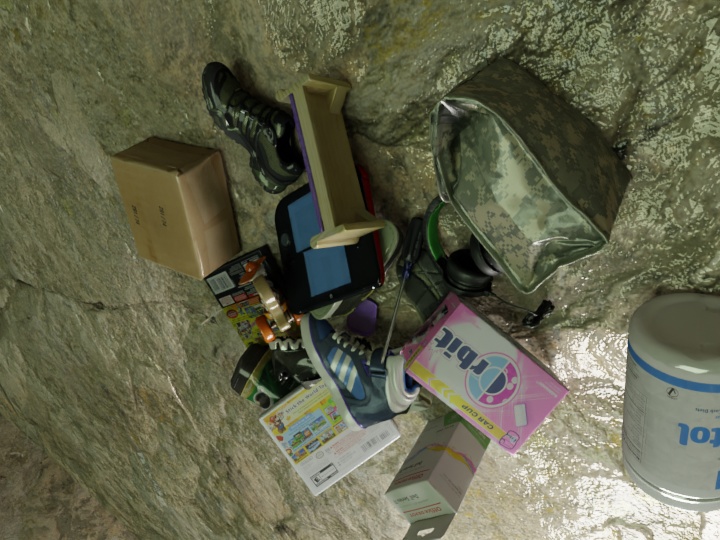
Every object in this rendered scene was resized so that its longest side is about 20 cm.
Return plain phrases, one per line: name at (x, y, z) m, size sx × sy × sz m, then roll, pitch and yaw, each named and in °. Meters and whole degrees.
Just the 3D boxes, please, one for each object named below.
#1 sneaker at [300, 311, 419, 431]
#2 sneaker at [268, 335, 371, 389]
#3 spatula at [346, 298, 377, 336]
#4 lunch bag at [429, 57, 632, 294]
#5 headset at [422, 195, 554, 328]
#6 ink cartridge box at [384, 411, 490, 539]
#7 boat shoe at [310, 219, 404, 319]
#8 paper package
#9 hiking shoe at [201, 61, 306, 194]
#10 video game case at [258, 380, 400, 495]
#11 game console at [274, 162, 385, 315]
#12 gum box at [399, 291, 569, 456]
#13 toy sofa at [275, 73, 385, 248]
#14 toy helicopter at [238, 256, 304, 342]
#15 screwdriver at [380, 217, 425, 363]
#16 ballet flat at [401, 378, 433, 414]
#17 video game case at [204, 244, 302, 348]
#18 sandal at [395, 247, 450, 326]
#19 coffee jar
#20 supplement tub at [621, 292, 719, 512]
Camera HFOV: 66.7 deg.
sneaker at (0.009, 0.127, 0.829) m, size 0.145 × 0.080 × 0.203 m, roll -31°, pitch 79°, yaw 18°
sneaker at (-0.070, 0.157, 0.937) m, size 0.195 × 0.066 × 0.093 m, roll -4°, pitch 82°, yaw 22°
spatula at (0.001, 0.015, 0.854) m, size 0.055 × 0.021 × 0.204 m, roll 19°, pitch 128°, yaw 28°
lunch bag at (0.158, -0.110, 0.547) m, size 0.201 × 0.164 × 0.117 m, roll 49°, pitch 134°, yaw -2°
headset at (0.163, -0.016, 0.692) m, size 0.202 × 0.093 × 0.124 m, roll 55°, pitch 141°, yaw 14°
ink cartridge box at (0.114, 0.314, 0.844) m, size 0.067 × 0.200 × 0.117 m, roll 47°, pitch 135°, yaw -2°
boat shoe at (0.000, 0.000, 0.796) m, size 0.201 × 0.060 × 0.073 m, roll -44°, pitch 59°, yaw 34°
paper package at (-0.319, -0.112, 0.952) m, size 0.187 × 0.103 × 0.204 m, roll 17°, pitch 129°, yaw 29°
hiking shoe at (-0.140, -0.214, 0.778) m, size 0.099 × 0.076 × 0.202 m, roll -20°, pitch 115°, yaw 34°
video game case at (-0.055, 0.281, 0.991) m, size 0.198 × 0.023 × 0.184 m, roll -35°, pitch 98°, yaw 4°
game console at (-0.052, -0.043, 0.787) m, size 0.197 × 0.031 × 0.182 m, roll -21°, pitch 73°, yaw 43°
gum box at (0.156, 0.129, 0.717) m, size 0.199 × 0.066 × 0.114 m, roll 38°, pitch 99°, yaw -8°
toy sofa at (-0.048, -0.133, 0.698) m, size 0.096 × 0.082 × 0.206 m, roll -17°, pitch 85°, yaw 41°
toy helicopter at (-0.149, 0.033, 0.868) m, size 0.135 × 0.078 × 0.200 m, roll 62°, pitch 170°, yaw 6°
screwdriver at (0.058, 0.028, 0.747) m, size 0.027 × 0.029 × 0.206 m, roll 17°, pitch 98°, yaw 41°
ballet flat at (0.093, 0.183, 0.870) m, size 0.067 × 0.069 × 0.202 m, roll 27°, pitch 133°, yaw 3°
video game case at (-0.195, 0.060, 1.030) m, size 0.197 × 0.025 × 0.184 m, roll -18°, pitch 107°, yaw 42°
sandal at (0.115, 0.060, 0.776) m, size 0.078 × 0.057 × 0.205 m, roll -23°, pitch 88°, yaw 9°
coffee jar at (-0.154, 0.231, 1.054) m, size 0.198 × 0.086 × 0.105 m, roll 34°, pitch 132°, yaw 0°
supplement tub at (0.356, 0.141, 0.593) m, size 0.129 × 0.132 × 0.204 m, roll 7°, pitch 123°, yaw 33°
